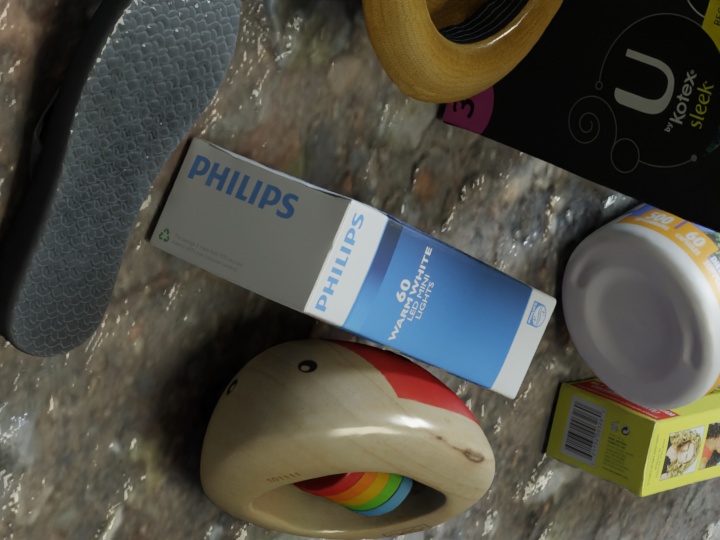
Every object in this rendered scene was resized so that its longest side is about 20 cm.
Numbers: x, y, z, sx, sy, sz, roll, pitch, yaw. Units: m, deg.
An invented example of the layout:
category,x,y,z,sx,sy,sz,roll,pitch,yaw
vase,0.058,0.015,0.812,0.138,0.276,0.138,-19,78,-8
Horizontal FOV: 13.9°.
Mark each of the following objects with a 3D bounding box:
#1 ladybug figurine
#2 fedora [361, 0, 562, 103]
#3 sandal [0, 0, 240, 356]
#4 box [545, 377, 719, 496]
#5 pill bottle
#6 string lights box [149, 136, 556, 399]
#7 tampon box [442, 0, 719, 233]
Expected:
category,x,y,z,sx,sy,sz,roll,pitch,yaw
ladybug figurine,-0.007,0.084,1.477,0.200,0.135,0.072,35,43,-62
fedora,0.040,-0.182,1.403,0.200,0.082,0.202,-29,128,-46
sandal,-0.119,-0.059,1.311,0.076,0.043,0.201,14,108,-48
box,0.200,0.090,1.782,0.199,0.075,0.050,-8,114,-49
pill bottle,0.218,-0.008,1.713,0.200,0.112,0.113,-30,132,-40
string lights box,0.000,0.000,1.439,0.200,0.102,0.059,24,90,-55
tampon box,0.169,-0.114,1.508,0.126,0.199,0.151,1,108,-52
